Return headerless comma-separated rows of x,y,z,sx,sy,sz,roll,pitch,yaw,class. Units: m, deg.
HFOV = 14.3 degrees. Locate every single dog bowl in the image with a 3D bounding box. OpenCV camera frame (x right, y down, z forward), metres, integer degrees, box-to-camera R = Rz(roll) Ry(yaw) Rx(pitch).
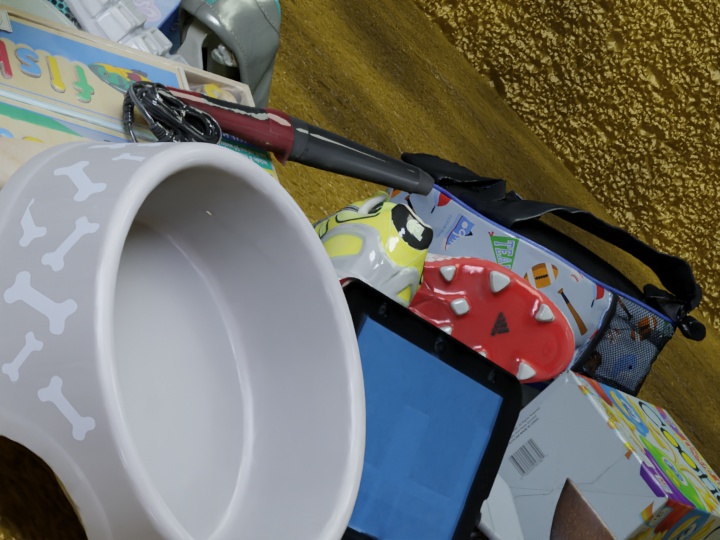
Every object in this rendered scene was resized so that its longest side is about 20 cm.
-0.068,0.042,1.113,0.200,0.058,0.201,29,55,-51,dog bowl

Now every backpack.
0.083,0.013,1.824,0.200,0.155,0.190,27,-7,42,backpack

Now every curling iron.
-0.041,-0.060,1.451,0.199,0.026,0.050,12,53,-42,curling iron

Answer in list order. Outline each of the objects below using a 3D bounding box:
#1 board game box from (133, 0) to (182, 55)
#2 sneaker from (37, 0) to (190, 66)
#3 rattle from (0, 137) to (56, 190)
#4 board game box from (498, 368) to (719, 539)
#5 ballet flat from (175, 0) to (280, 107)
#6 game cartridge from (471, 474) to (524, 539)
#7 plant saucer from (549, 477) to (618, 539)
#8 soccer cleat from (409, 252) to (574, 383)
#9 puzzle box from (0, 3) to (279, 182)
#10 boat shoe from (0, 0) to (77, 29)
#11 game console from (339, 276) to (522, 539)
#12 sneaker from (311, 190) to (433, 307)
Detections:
-0.092,-0.164,1.662,0.043,0.200,0.199,43,10,7,board game box
-0.166,-0.128,1.524,0.200,0.091,0.078,56,14,-2,sneaker
-0.175,0.008,1.172,0.199,0.144,0.130,25,-13,-27,rattle
0.153,0.145,1.770,0.103,0.105,0.200,52,12,22,board game box
-0.085,-0.076,1.609,0.067,0.201,0.064,32,45,30,ballet flat
0.018,0.094,1.615,0.200,0.042,0.133,44,15,-16,game cartridge
0.141,0.186,1.314,0.201,0.037,0.200,54,0,1,plant saucer
0.031,0.017,1.706,0.199,0.069,0.085,15,1,-4,soccer cleat
-0.124,-0.062,1.407,0.199,0.025,0.134,16,42,-37,puzzle box
-0.152,-0.068,1.468,0.200,0.060,0.076,51,38,9,boat shoe
0.038,0.124,1.350,0.173,0.119,0.200,54,13,33,game console
0.000,0.000,1.532,0.075,0.076,0.200,44,-3,-12,sneaker
